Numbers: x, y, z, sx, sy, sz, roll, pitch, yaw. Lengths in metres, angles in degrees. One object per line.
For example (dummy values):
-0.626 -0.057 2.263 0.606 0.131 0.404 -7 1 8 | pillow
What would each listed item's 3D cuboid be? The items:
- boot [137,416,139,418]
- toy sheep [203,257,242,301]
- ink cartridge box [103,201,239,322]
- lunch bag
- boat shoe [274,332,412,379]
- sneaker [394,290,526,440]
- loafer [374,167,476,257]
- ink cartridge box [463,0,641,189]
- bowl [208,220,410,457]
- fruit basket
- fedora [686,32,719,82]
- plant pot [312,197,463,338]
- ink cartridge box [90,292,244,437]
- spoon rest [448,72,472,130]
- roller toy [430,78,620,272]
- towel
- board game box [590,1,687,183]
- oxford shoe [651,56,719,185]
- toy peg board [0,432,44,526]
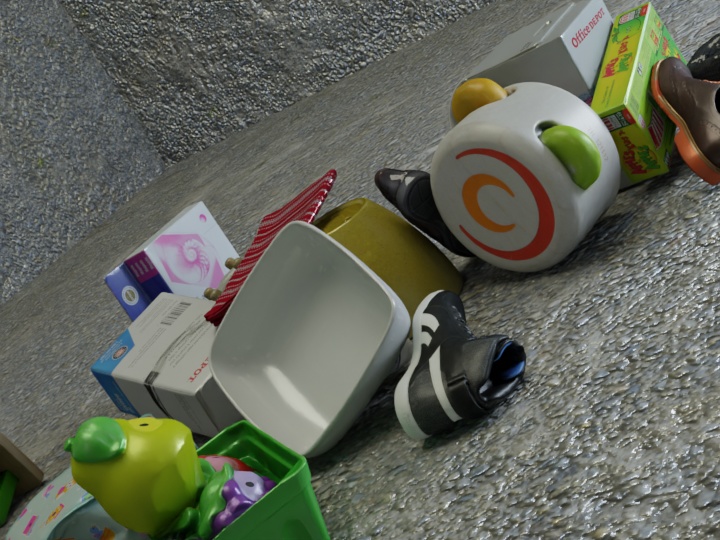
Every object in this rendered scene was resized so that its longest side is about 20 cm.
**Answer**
-0.276 0.166 1.586 0.075 0.074 0.200 -44 21 -20 | boot
-0.130 0.045 1.558 0.138 0.138 0.200 -33 9 -6 | toy sheep
-0.227 0.034 1.653 0.043 0.197 0.200 -22 18 39 | ink cartridge box
-0.247 0.244 1.181 0.200 0.122 0.170 -31 15 -20 | lunch bag
-0.030 0.112 1.298 0.200 0.071 0.070 -27 -12 31 | boat shoe
0.106 0.076 1.129 0.112 0.073 0.200 -21 27 25 | sneaker
0.087 -0.074 1.410 0.063 0.200 0.072 28 89 37 | loafer
0.249 -0.198 1.443 0.144 0.200 0.145 -19 19 39 | ink cartridge box
-0.045 0.072 1.220 0.200 0.075 0.200 40 101 38 | bowl
-0.141 0.180 1.022 0.155 0.216 0.216 -36 16 -16 | fruit basket
0.444 -0.230 1.365 0.200 0.092 0.201 -30 16 9 | fedora
0.000 0.000 1.421 0.200 0.142 0.200 -29 15 9 | plant pot
-0.203 0.112 1.456 0.200 0.084 0.145 8 46 41 | ink cartridge box
0.149 -0.148 1.505 0.060 0.200 0.099 -4 8 23 | spoon rest
0.180 -0.105 1.315 0.200 0.183 0.140 21 45 30 | roller toy
-0.105 -0.028 1.428 0.145 0.022 0.200 -33 22 43 | towel
0.319 -0.205 1.373 0.048 0.102 0.200 -18 34 37 | board game box
0.369 -0.176 1.291 0.073 0.071 0.200 -46 34 30 | oxford shoe
-0.564 0.277 1.582 0.199 0.200 0.098 -26 31 19 | toy peg board
